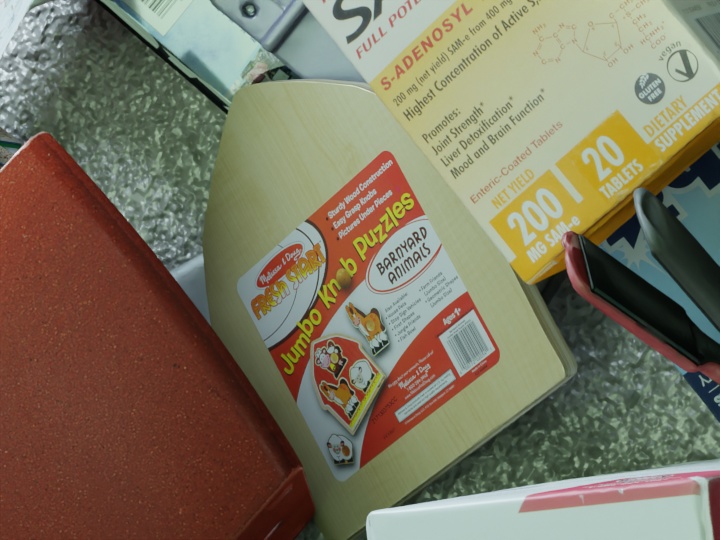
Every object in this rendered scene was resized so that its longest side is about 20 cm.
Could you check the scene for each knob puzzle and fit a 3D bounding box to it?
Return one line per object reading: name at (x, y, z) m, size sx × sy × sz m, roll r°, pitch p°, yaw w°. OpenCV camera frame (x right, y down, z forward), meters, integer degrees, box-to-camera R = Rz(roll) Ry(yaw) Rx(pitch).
knob puzzle at (0.000, 0.000, 1.280) m, size 0.220 × 0.030 × 0.220 m, roll 12°, pitch 108°, yaw 42°

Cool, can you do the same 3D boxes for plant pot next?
plant pot at (-0.131, 0.091, 1.242) m, size 0.176 × 0.200 × 0.200 m, roll 41°, pitch 81°, yaw 11°

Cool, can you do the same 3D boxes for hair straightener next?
hair straightener at (0.170, 0.026, 1.161) m, size 0.077 × 0.200 × 0.041 m, roll -35°, pitch 37°, yaw 24°

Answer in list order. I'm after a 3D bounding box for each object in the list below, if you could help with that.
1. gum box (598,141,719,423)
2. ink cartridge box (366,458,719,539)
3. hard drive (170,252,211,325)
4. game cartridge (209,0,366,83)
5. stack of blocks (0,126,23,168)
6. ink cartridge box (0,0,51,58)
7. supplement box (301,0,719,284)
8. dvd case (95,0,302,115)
gum box at (0.161, -0.061, 1.209) m, size 0.170 × 0.045 × 0.200 m, roll -39°, pitch 89°, yaw 26°
ink cartridge box at (0.111, 0.126, 1.178) m, size 0.145 × 0.200 × 0.083 m, roll -9°, pitch 86°, yaw 24°
hard drive at (-0.028, 0.040, 1.342) m, size 0.200 × 0.026 × 0.132 m, roll -29°, pitch 76°, yaw 20°
game cartridge at (0.047, -0.109, 1.278) m, size 0.200 × 0.038 × 0.130 m, roll 39°, pitch 108°, yaw 1°
stack of blocks at (-0.246, -0.078, 1.400) m, size 0.200 × 0.115 × 0.059 m, roll 35°, pitch 101°, yaw 21°
ink cartridge box at (-0.132, -0.160, 1.333) m, size 0.057 × 0.163 × 0.200 m, roll 21°, pitch 101°, yaw -17°
supplement box at (0.062, -0.112, 1.167) m, size 0.126 × 0.074 × 0.200 m, roll -42°, pitch 81°, yaw 25°
dvd case at (-0.011, -0.157, 1.305) m, size 0.143 × 0.018 × 0.200 m, roll 41°, pitch 103°, yaw -1°
